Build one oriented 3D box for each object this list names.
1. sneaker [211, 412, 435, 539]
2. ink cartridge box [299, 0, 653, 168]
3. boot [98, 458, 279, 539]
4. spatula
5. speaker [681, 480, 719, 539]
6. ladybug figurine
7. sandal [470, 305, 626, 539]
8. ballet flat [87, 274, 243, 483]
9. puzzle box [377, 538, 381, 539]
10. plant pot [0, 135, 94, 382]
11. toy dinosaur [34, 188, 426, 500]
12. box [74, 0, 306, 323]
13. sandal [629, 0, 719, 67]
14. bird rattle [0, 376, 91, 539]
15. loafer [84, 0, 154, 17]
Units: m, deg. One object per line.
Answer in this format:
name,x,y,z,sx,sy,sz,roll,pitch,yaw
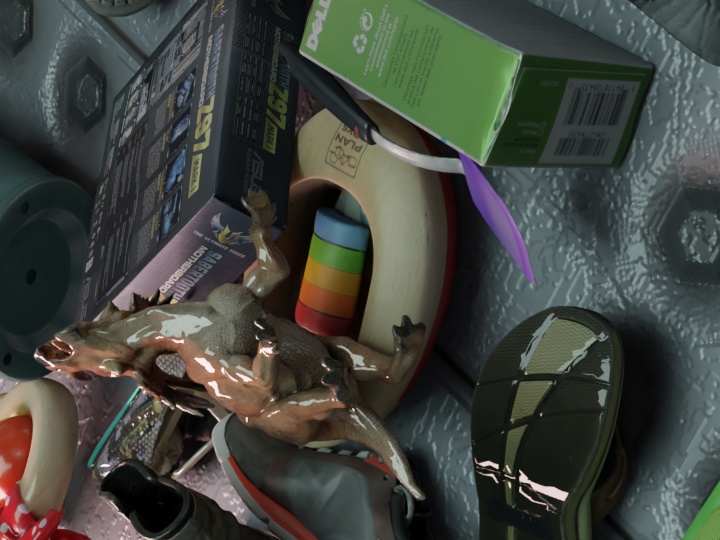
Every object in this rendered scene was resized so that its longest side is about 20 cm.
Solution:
sneaker,-0.003,0.130,1.125,0.082,0.077,0.200,-51,54,2
ink cartridge box,0.040,-0.118,1.028,0.200,0.104,0.059,35,115,39
boot,-0.096,0.149,1.134,0.068,0.131,0.200,-51,20,-14
spatula,0.021,-0.064,1.011,0.200,0.021,0.057,39,163,31
speaker,0.171,0.167,0.919,0.088,0.088,0.200,46,123,34
ladybug figurine,0.000,0.000,1.097,0.136,0.072,0.201,31,114,40
sandal,0.099,0.105,1.017,0.080,0.057,0.201,26,125,36
ballet flat,-0.101,0.063,1.220,0.072,0.072,0.201,47,123,34
puzzle box,-0.007,0.256,1.033,0.133,0.025,0.200,41,89,-1
plant pot,-0.277,-0.011,1.309,0.188,0.200,0.201,14,102,29
toy dinosaur,-0.053,0.053,1.036,0.200,0.086,0.136,37,134,-8
box,-0.096,-0.064,1.145,0.158,0.051,0.200,-43,32,40
sandal,0.127,-0.165,0.976,0.200,0.048,0.076,37,117,38
bird rattle,-0.227,0.146,1.280,0.200,0.112,0.164,159,125,-66
loafer,-0.156,-0.260,1.260,0.070,0.075,0.201,-173,80,-78
